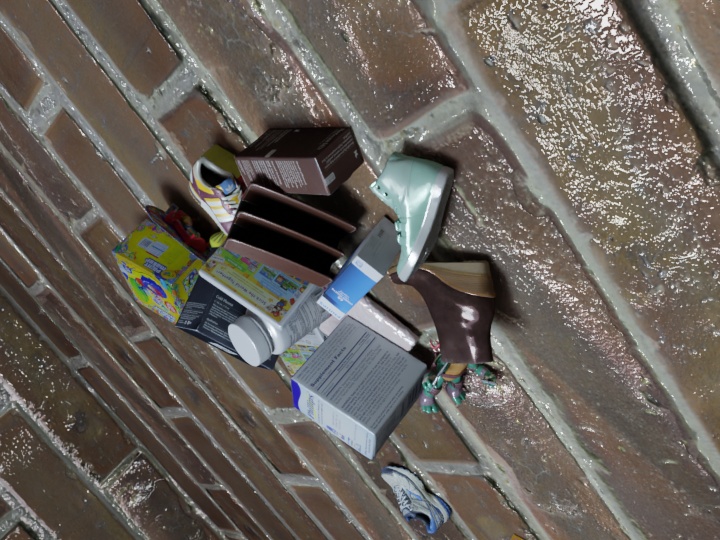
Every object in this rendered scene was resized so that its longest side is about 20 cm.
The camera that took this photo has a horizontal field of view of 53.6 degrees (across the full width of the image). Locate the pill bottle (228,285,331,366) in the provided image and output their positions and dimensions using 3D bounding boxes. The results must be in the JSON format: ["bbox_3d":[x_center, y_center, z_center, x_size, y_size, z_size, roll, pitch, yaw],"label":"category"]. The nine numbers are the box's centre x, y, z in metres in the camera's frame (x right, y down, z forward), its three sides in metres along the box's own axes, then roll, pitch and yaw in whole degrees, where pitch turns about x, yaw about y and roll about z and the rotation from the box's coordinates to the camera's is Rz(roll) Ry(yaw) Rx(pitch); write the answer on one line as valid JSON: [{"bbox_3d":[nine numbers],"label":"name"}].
[{"bbox_3d":[-0.153,0.091,1.395,0.113,0.199,0.114,34,143,30],"label":"pill bottle"}]

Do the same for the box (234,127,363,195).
[{"bbox_3d":[-0.106,-0.183,1.191,0.198,0.100,0.076,9,133,38],"label":"box"}]

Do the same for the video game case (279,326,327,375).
[{"bbox_3d":[-0.132,0.180,1.661,0.198,0.023,0.183,0,126,43],"label":"video game case"}]

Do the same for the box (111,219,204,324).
[{"bbox_3d":[-0.458,0.015,1.715,0.198,0.122,0.194,25,147,24],"label":"box"}]

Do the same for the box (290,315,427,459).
[{"bbox_3d":[-0.003,0.223,1.383,0.199,0.184,0.106,30,145,21],"label":"box"}]

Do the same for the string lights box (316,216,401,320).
[{"bbox_3d":[0.000,0.000,1.271,0.059,0.103,0.200,37,146,-4],"label":"string lights box"}]

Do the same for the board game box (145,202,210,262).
[{"bbox_3d":[-0.379,-0.091,1.566,0.200,0.039,0.158,41,-175,-8],"label":"board game box"}]

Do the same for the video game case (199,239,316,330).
[{"bbox_3d":[-0.173,-0.011,1.353,0.199,0.183,0.023,32,157,15],"label":"video game case"}]

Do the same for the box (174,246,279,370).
[{"bbox_3d":[-0.242,0.078,1.463,0.199,0.184,0.104,35,161,-34],"label":"box"}]

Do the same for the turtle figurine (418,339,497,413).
[{"bbox_3d":[0.174,0.188,1.307,0.148,0.102,0.201,0,145,-11],"label":"turtle figurine"}]

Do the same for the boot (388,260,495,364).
[{"bbox_3d":[0.130,0.068,1.182,0.198,0.072,0.169,0,90,37],"label":"boot"}]

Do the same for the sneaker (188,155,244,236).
[{"bbox_3d":[-0.239,-0.123,1.319,0.200,0.075,0.090,40,150,2],"label":"sneaker"}]

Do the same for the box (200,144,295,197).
[{"bbox_3d":[-0.216,-0.160,1.366,0.199,0.050,0.076,33,144,16],"label":"box"}]

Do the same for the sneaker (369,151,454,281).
[{"bbox_3d":[0.065,-0.088,1.118,0.117,0.074,0.202,25,120,17],"label":"sneaker"}]

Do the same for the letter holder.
[{"bbox_3d":[-0.122,-0.060,1.242,0.198,0.102,0.142,22,165,-13],"label":"letter holder"}]

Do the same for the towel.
[{"bbox_3d":[0.013,0.123,1.451,0.199,0.032,0.192,37,145,10],"label":"towel"}]

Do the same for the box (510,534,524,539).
[{"bbox_3d":[0.428,0.691,1.621,0.198,0.041,0.120,23,140,30],"label":"box"}]

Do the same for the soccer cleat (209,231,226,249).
[{"bbox_3d":[-0.256,-0.075,1.501,0.199,0.064,0.085,5,93,52],"label":"soccer cleat"}]

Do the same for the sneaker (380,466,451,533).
[{"bbox_3d":[0.125,0.561,1.745,0.199,0.085,0.077,37,145,10],"label":"sneaker"}]
